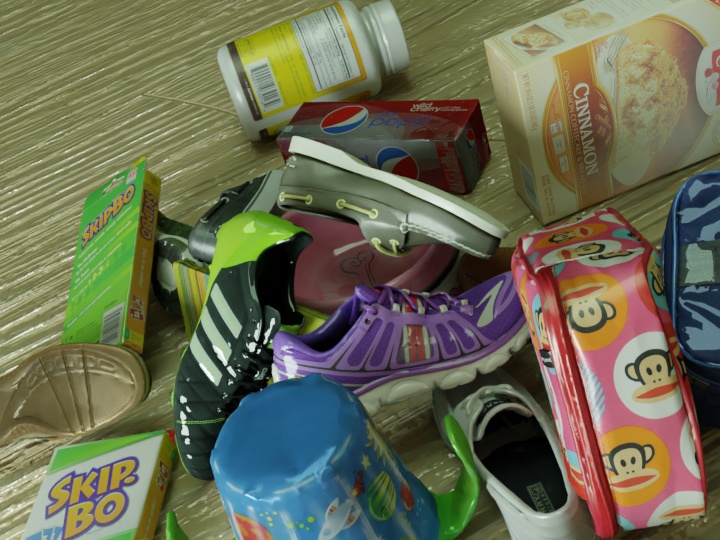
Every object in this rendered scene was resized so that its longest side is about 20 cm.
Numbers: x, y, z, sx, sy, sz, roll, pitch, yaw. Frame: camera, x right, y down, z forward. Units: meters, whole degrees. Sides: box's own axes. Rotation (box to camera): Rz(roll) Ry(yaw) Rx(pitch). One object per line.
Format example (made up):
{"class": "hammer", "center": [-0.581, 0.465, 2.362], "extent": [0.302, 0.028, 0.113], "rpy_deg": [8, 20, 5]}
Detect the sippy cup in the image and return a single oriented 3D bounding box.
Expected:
{"class": "sippy cup", "center": [-0.026, 0.141, 0.652], "extent": [0.177, 0.131, 0.139], "rpy_deg": [-41, 40, -24]}

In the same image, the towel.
{"class": "towel", "center": [-0.075, 0.052, 0.835], "extent": [0.198, 0.087, 0.018], "rpy_deg": [18, 37, 39]}

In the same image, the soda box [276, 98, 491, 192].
{"class": "soda box", "center": [0.022, -0.122, 1.030], "extent": [0.197, 0.064, 0.070], "rpy_deg": [5, 43, 29]}

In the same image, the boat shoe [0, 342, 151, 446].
{"class": "boat shoe", "center": [-0.243, 0.102, 0.853], "extent": [0.198, 0.073, 0.072], "rpy_deg": [-21, -6, 22]}

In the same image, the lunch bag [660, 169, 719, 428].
{"class": "lunch bag", "center": [0.279, 0.019, 0.628], "extent": [0.197, 0.132, 0.138], "rpy_deg": [0, 68, 16]}

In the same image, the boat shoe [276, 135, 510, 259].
{"class": "boat shoe", "center": [0.020, -0.045, 0.811], "extent": [0.200, 0.072, 0.061], "rpy_deg": [24, 94, 29]}

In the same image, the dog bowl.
{"class": "dog bowl", "center": [0.000, 0.000, 0.876], "extent": [0.197, 0.074, 0.201], "rpy_deg": [-12, 37, 9]}

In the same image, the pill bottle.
{"class": "pill bottle", "center": [-0.049, -0.225, 1.158], "extent": [0.197, 0.110, 0.110], "rpy_deg": [-21, 36, -2]}

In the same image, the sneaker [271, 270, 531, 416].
{"class": "sneaker", "center": [0.033, 0.040, 0.726], "extent": [0.198, 0.085, 0.081], "rpy_deg": [-21, 16, -13]}

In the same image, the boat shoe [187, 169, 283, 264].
{"class": "boat shoe", "center": [-0.104, -0.051, 0.947], "extent": [0.056, 0.070, 0.200], "rpy_deg": [15, 19, 1]}

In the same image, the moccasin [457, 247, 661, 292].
{"class": "moccasin", "center": [0.166, 0.004, 0.781], "extent": [0.199, 0.078, 0.074], "rpy_deg": [11, 44, 30]}

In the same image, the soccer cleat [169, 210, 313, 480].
{"class": "soccer cleat", "center": [-0.085, 0.057, 0.766], "extent": [0.080, 0.067, 0.203], "rpy_deg": [12, 90, 38]}

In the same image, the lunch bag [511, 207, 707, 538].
{"class": "lunch bag", "center": [0.150, 0.064, 0.629], "extent": [0.081, 0.179, 0.200], "rpy_deg": [-16, 9, 9]}

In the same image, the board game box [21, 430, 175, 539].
{"class": "board game box", "center": [-0.194, 0.189, 0.751], "extent": [0.094, 0.030, 0.201], "rpy_deg": [-11, 35, 13]}

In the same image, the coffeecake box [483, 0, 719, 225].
{"class": "coffeecake box", "center": [0.221, -0.152, 0.901], "extent": [0.198, 0.155, 0.073], "rpy_deg": [-22, 36, -4]}

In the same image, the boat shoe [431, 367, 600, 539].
{"class": "boat shoe", "center": [0.098, 0.107, 0.698], "extent": [0.073, 0.066, 0.200], "rpy_deg": [-26, 37, -9]}

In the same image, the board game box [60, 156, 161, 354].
{"class": "board game box", "center": [-0.223, -0.002, 0.943], "extent": [0.095, 0.030, 0.202], "rpy_deg": [-27, 51, 33]}

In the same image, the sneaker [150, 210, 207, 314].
{"class": "sneaker", "center": [-0.165, -0.015, 0.997], "extent": [0.088, 0.078, 0.200], "rpy_deg": [-1, 24, -32]}
